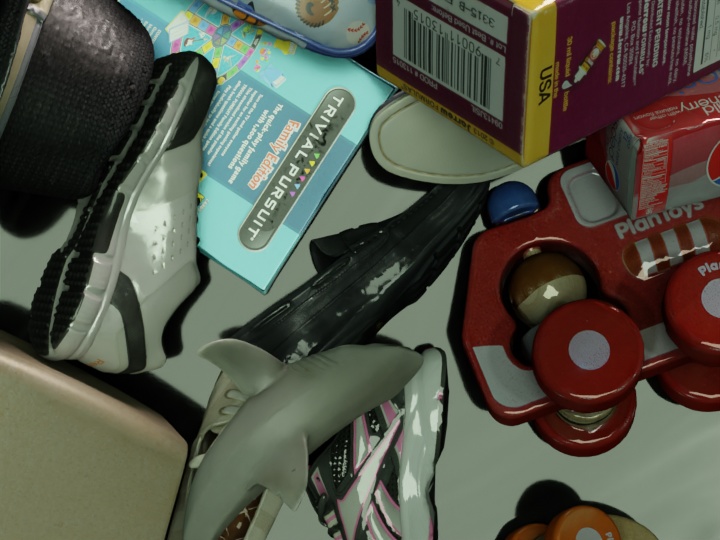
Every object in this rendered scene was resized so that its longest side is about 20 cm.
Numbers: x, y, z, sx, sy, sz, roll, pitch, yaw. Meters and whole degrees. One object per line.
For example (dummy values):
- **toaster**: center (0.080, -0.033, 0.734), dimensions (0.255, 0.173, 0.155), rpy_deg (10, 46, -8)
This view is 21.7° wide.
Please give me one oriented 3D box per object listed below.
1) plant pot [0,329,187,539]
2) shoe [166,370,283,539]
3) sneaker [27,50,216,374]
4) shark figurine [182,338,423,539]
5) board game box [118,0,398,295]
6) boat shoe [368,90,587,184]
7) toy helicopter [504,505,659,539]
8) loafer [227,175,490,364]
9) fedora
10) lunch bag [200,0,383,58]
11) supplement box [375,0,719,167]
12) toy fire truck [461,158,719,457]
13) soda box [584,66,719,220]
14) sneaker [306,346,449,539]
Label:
- **plant pot**: center (-0.207, 0.135, 1.088), dimensions (0.177, 0.200, 0.200), rpy_deg (15, 89, -13)
- **shoe**: center (-0.072, 0.125, 1.154), dimensions (0.070, 0.053, 0.200), rpy_deg (18, 89, -2)
- **sneaker**: center (-0.126, -0.032, 1.108), dimensions (0.080, 0.074, 0.200), rpy_deg (25, 82, -33)
- **shark figurine**: center (-0.055, 0.127, 1.055), dimensions (0.128, 0.090, 0.215), rpy_deg (24, 103, -36)
- **board game box**: center (-0.101, -0.101, 1.157), dimensions (0.200, 0.047, 0.151), rpy_deg (33, 89, -2)
- **boat shoe**: center (0.095, -0.109, 1.147), dimensions (0.200, 0.062, 0.075), rpy_deg (-20, 123, -8)
- **toy helicopter**: center (0.146, 0.246, 1.129), dimensions (0.132, 0.079, 0.200), rpy_deg (20, 66, -17)
- **loafer**: center (0.000, 0.000, 1.138), dimensions (0.070, 0.068, 0.201), rpy_deg (41, 71, 12)
- **fedora**: center (-0.172, -0.105, 1.054), dimensions (0.092, 0.201, 0.201), rpy_deg (21, 89, -16)
- **lunch bag**: center (-0.053, -0.226, 1.087), dimensions (0.200, 0.076, 0.160), rpy_deg (27, 99, -11)
- **supplement box**: center (0.123, -0.161, 1.075), dimensions (0.200, 0.131, 0.103), rpy_deg (-28, 135, -31)
- **toy fire truck**: center (0.154, 0.008, 1.147), dimensions (0.200, 0.112, 0.168), rpy_deg (-19, 66, -3)
- **soda box**: center (0.239, -0.096, 1.126), dimensions (0.200, 0.070, 0.063), rpy_deg (-14, 135, -14)
- **sneaker**: center (0.005, 0.145, 1.155), dimensions (0.086, 0.080, 0.200), rpy_deg (4, 80, 6)
